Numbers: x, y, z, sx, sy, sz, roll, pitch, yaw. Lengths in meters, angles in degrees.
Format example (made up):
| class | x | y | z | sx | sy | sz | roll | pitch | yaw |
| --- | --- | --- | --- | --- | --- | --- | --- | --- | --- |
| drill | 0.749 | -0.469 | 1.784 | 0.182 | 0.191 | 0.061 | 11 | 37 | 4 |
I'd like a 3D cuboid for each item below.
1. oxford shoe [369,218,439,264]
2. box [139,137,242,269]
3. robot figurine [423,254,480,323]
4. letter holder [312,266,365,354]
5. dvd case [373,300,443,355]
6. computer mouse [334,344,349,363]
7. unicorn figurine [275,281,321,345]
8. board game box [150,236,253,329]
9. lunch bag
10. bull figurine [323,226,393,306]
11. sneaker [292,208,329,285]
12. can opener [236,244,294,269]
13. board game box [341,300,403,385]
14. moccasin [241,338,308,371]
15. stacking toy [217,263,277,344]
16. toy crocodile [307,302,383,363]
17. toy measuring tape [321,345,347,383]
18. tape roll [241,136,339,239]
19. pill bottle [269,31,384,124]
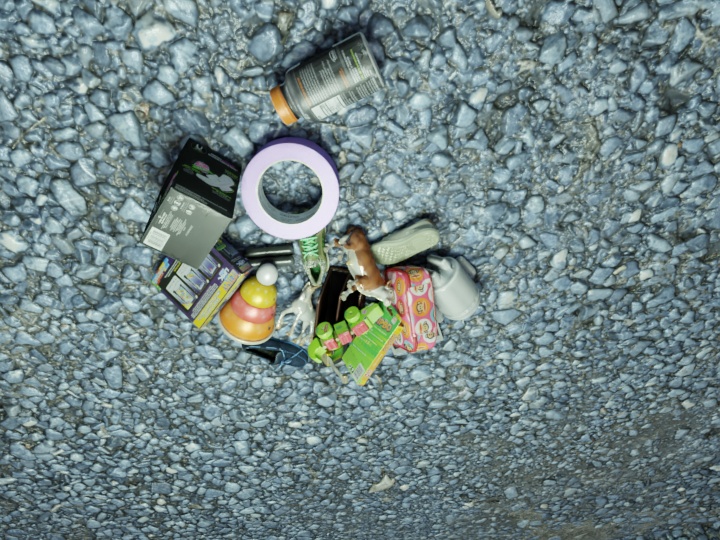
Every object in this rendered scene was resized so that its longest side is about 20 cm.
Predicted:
| class | x | y | z | sx | sy | sz | roll | pitch | yaw |
| --- | --- | --- | --- | --- | --- | --- | --- | --- | --- |
| oxford shoe | 0.096 | -0.067 | 1.266 | 0.199 | 0.058 | 0.075 | -21 | 136 | 30 |
| box | -0.329 | -0.134 | 1.063 | 0.124 | 0.201 | 0.149 | 28 | 121 | -25 |
| robot figurine | 0.223 | 0.046 | 1.331 | 0.170 | 0.113 | 0.200 | -50 | 124 | -10 |
| letter holder | -0.053 | 0.118 | 1.320 | 0.100 | 0.143 | 0.201 | 13 | 126 | 6 |
| dvd case | 0.132 | 0.139 | 1.455 | 0.149 | 0.025 | 0.201 | -18 | 129 | 7 |
| computer mouse | -0.047 | 0.187 | 1.467 | 0.058 | 0.034 | 0.201 | 11 | 126 | -14 |
| unicorn figurine | -0.143 | 0.109 | 1.352 | 0.074 | 0.138 | 0.200 | 30 | 166 | 19 |
| board game box | -0.362 | 0.008 | 1.224 | 0.165 | 0.057 | 0.200 | 44 | 118 | 0 |
| lunch bag | 0.111 | 0.087 | 1.302 | 0.081 | 0.176 | 0.202 | -9 | 96 | -19 |
| bull figurine | 0.000 | 0.000 | 1.232 | 0.121 | 0.201 | 0.065 | -20 | 175 | -41 |
| sneaker | -0.109 | -0.048 | 1.231 | 0.076 | 0.089 | 0.201 | -11 | 129 | 3 |
| can opener | -0.254 | -0.022 | 1.273 | 0.198 | 0.054 | 0.067 | -5 | 162 | -3 |
| board game box | 0.031 | 0.167 | 1.286 | 0.030 | 0.096 | 0.201 | 14 | 116 | -37 |
| moccasin | -0.235 | 0.231 | 1.457 | 0.199 | 0.068 | 0.081 | 21 | 124 | -22 |
| stacking toy | -0.243 | 0.064 | 1.263 | 0.145 | 0.147 | 0.201 | 16 | 129 | -19 |
| toy crocodile | -0.035 | 0.142 | 1.252 | 0.199 | 0.062 | 0.068 | -29 | 132 | -1 |
| toy measuring tape | -0.060 | 0.220 | 1.399 | 0.073 | 0.200 | 0.074 | -14 | 120 | -25 |
| tape roll | -0.142 | -0.169 | 1.114 | 0.198 | 0.066 | 0.202 | -1 | 116 | -2 |
| pill bottle | -0.065 | -0.342 | 0.987 | 0.199 | 0.107 | 0.107 | -23 | 128 | 12 |
